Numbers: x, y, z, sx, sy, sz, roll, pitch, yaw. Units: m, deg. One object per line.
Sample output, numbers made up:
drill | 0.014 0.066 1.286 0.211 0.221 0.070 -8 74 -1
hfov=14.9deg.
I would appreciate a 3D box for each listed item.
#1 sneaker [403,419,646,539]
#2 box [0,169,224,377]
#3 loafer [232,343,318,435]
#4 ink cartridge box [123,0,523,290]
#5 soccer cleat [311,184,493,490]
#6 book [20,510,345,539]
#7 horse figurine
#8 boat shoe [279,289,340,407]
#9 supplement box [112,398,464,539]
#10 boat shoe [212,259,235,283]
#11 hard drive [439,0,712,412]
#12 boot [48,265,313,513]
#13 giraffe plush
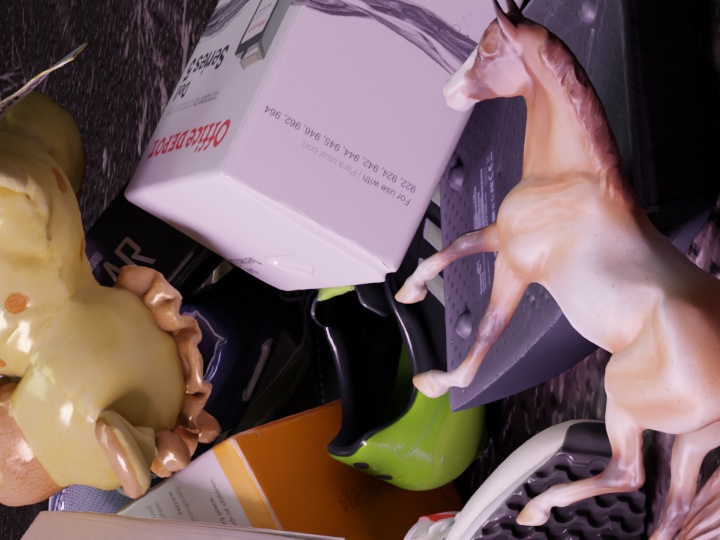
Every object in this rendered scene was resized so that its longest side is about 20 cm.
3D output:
sneaker | 0.044 0.112 1.056 0.094 0.070 0.200 -104 28 -46
box | -0.086 -0.020 1.294 0.160 0.044 0.200 -49 -1 25
loafer | -0.044 0.052 1.392 0.200 0.067 0.076 117 153 -55
ink cartridge box | -0.002 -0.100 1.115 0.201 0.084 0.145 -64 17 -11
soccer cleat | 0.017 -0.008 1.170 0.067 0.081 0.201 -16 68 39
book | -0.062 0.192 1.140 0.048 0.133 0.201 -56 -34 -48
horse figurine | 0.079 0.022 0.926 0.200 0.050 0.133 55 128 24
boat shoe | 0.000 0.000 1.257 0.074 0.062 0.201 5 88 47
supplement box | -0.069 0.131 1.213 0.200 0.126 0.074 -35 80 34
boat shoe | -0.043 -0.033 1.455 0.076 0.071 0.200 -78 7 -48
hard drive | 0.078 -0.035 1.049 0.200 0.042 0.135 127 145 -61
boot | -0.105 0.074 1.308 0.200 0.073 0.090 -53 -14 26
giraffe plush | -0.134 0.023 1.129 0.200 0.173 0.162 -30 97 42
